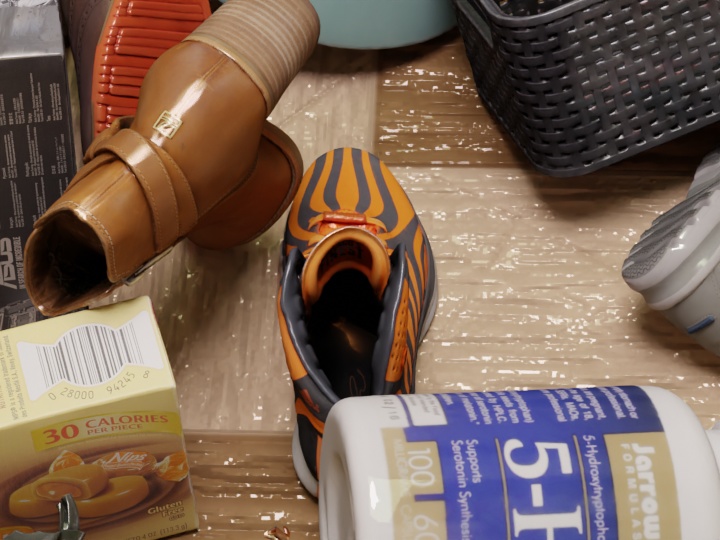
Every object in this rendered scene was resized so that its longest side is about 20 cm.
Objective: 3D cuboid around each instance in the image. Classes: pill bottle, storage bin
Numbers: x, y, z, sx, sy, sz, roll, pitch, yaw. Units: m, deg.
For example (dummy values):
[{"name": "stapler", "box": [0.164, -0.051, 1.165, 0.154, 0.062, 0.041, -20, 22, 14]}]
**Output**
[{"name": "pill bottle", "box": [0.088, 0.108, 0.910, 0.200, 0.120, 0.120, -2, 51, -9]}, {"name": "storage bin", "box": [0.153, -0.143, 1.089, 0.200, 0.094, 0.135, -22, 32, -5]}]

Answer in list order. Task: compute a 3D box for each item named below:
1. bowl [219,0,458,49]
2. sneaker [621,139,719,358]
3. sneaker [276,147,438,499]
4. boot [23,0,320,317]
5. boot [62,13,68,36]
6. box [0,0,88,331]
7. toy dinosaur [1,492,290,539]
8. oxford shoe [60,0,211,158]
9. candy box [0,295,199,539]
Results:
[{"name": "bowl", "box": [-0.007, -0.224, 1.154, 0.201, 0.105, 0.201, 12, 50, -14]}, {"name": "sneaker", "box": [0.203, -0.026, 1.063, 0.082, 0.075, 0.200, 51, 56, -7]}, {"name": "sneaker", "box": [0.000, 0.000, 1.007, 0.077, 0.112, 0.200, -4, 52, -1]}, {"name": "boot", "box": [-0.093, -0.031, 0.982, 0.074, 0.200, 0.155, 33, 60, 10]}, {"name": "boot", "box": [-0.161, -0.212, 1.213, 0.200, 0.070, 0.146, -31, 55, -27]}, {"name": "box", "box": [-0.162, -0.085, 1.026, 0.050, 0.200, 0.158, -6, 52, -8]}, {"name": "toy dinosaur", "box": [-0.117, 0.172, 0.903, 0.200, 0.102, 0.136, -35, 88, -38]}, {"name": "oxford shoe", "box": [-0.120, -0.132, 1.115, 0.072, 0.071, 0.200, 4, 87, 45]}, {"name": "candy box", "box": [-0.176, 0.087, 0.944, 0.200, 0.116, 0.055, -13, 52, -8]}]
